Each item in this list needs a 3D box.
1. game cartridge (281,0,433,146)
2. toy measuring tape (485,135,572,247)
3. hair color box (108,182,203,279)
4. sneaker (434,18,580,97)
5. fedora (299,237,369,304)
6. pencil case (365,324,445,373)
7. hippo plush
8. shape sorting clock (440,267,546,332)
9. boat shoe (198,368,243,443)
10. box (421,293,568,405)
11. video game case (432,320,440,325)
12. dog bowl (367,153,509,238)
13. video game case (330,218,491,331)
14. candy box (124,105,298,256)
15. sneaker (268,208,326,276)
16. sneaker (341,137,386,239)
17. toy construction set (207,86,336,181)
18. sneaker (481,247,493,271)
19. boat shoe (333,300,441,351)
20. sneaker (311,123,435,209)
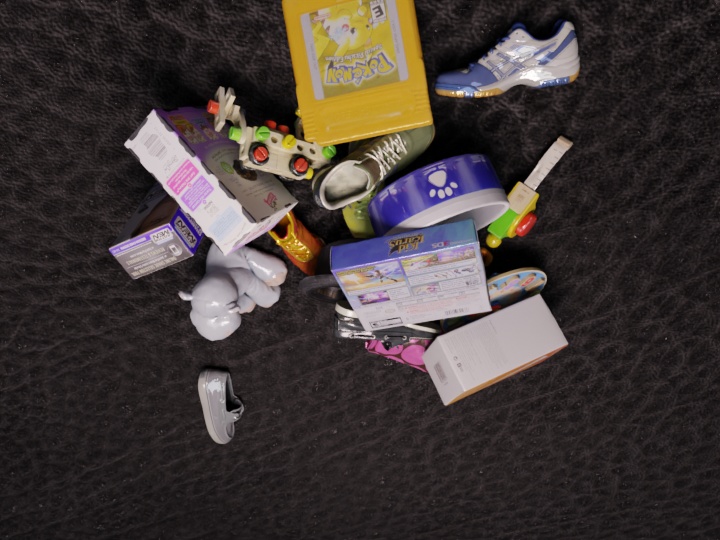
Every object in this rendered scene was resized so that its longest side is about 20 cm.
[{"bbox_3d":[-0.004,-0.278,0.818,0.175,0.032,0.201,-10,90,10],"label":"game cartridge"},{"bbox_3d":[0.266,-0.119,0.973,0.073,0.074,0.200,31,103,-18],"label":"toy measuring tape"},{"bbox_3d":[-0.287,-0.083,0.934,0.109,0.200,0.065,-20,124,17],"label":"hair color box"},{"bbox_3d":[0.197,-0.292,0.844,0.199,0.075,0.089,-10,114,2],"label":"sneaker"},{"bbox_3d":[0.000,0.000,1.016,0.199,0.092,0.201,1,165,0],"label":"fedora"},{"bbox_3d":[0.105,0.139,1.125,0.199,0.091,0.094,22,122,-9],"label":"pencil case"},{"bbox_3d":[-0.211,0.030,1.037,0.158,0.161,0.201,10,126,-4],"label":"hippo plush"},{"bbox_3d":[0.230,0.058,1.058,0.199,0.039,0.200,-17,155,-8],"label":"shape sorting clock"},{"bbox_3d":[-0.285,0.290,1.289,0.071,0.070,0.202,-1,124,8],"label":"boat shoe"},{"bbox_3d":[0.222,0.135,1.034,0.199,0.098,0.125,-21,161,-15],"label":"box"},{"bbox_3d":[0.061,0.059,1.132,0.142,0.019,0.200,-20,124,17],"label":"video game case"},{"bbox_3d":[0.113,-0.091,0.909,0.199,0.200,0.079,-25,79,20],"label":"dog bowl"},{"bbox_3d":[0.078,0.013,0.877,0.199,0.046,0.182,-11,146,11],"label":"video game case"},{"bbox_3d":[-0.202,-0.134,0.871,0.071,0.168,0.200,-41,93,21],"label":"candy box"},{"bbox_3d":[-0.116,-0.052,1.026,0.073,0.077,0.200,-26,122,19],"label":"sneaker"},{"bbox_3d":[0.003,-0.125,0.964,0.075,0.077,0.201,1,127,1],"label":"sneaker"},{"bbox_3d":[-0.117,-0.198,0.871,0.199,0.132,0.092,7,170,-19],"label":"toy construction set"},{"bbox_3d":[0.153,-0.012,1.004,0.077,0.078,0.200,-53,153,19],"label":"sneaker"},{"bbox_3d":[0.043,0.102,1.033,0.198,0.074,0.066,11,103,-29],"label":"boat shoe"},{"bbox_3d":[0.020,-0.144,0.847,0.200,0.090,0.067,-30,110,10],"label":"sneaker"}]
